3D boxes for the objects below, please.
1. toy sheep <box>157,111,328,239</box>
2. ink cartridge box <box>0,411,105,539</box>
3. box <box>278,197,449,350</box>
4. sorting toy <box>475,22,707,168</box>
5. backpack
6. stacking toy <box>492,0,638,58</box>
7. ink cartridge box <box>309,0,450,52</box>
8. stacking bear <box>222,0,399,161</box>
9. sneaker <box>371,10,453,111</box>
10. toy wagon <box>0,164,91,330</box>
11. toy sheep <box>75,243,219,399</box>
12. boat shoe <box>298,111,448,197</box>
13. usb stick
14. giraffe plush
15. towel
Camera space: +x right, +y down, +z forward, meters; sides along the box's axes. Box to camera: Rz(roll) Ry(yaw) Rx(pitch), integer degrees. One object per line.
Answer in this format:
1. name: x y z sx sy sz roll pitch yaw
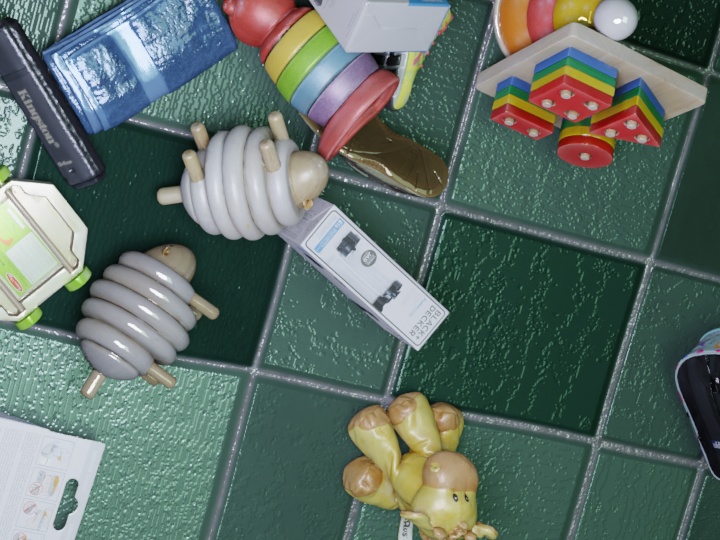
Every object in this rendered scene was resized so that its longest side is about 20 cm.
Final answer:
1. toy sheep: -0.130 -0.098 1.603 0.198 0.138 0.139 -3 106 17
2. ink cartridge box: -0.407 0.241 1.626 0.199 0.057 0.164 17 95 -32
3. box: 0.000 0.000 1.693 0.200 0.117 0.060 42 85 -25
4. sorting toy: 0.263 -0.191 1.705 0.198 0.200 0.070 21 70 -24
5. backpack: 0.514 0.167 1.904 0.150 0.177 0.201 -41 110 -33
6. stacking toy: 0.258 -0.295 1.684 0.145 0.200 0.148 -4 100 -25
7. ink cartridge box: -0.004 -0.327 1.601 0.114 0.201 0.068 -5 138 -35
8. stacking bear: -0.063 -0.241 1.606 0.200 0.114 0.121 44 66 2
9. sneaker: 0.067 -0.282 1.684 0.090 0.078 0.202 5 103 -32
10. toy wagon: -0.395 -0.010 1.576 0.200 0.040 0.156 -39 112 -9
11. toy sheep: -0.244 0.056 1.602 0.138 0.138 0.201 38 69 -24
12. boat shoe: 0.007 -0.142 1.692 0.199 0.065 0.073 36 68 -6
13. usb stick: -0.340 -0.178 1.557 0.201 0.055 0.033 61 34 -21
14. giraffe plush: 0.082 0.262 1.755 0.171 0.162 0.202 -15 106 -18
15. towel: -0.236 -0.239 1.585 0.199 0.048 0.112 -34 112 -12
